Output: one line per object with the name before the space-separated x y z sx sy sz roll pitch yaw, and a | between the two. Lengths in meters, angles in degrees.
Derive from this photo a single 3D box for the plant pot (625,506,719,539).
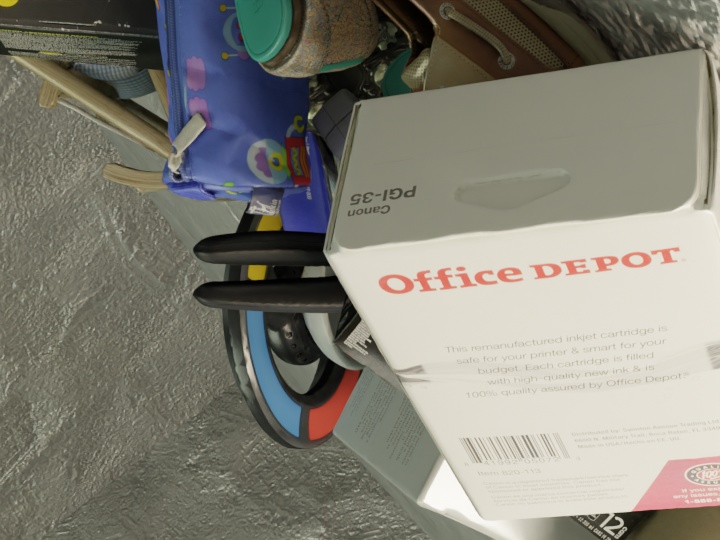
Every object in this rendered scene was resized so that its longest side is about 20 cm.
plant pot | 0.211 0.206 0.936 0.200 0.134 0.200 49 173 9

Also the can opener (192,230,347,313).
can opener | 0.000 0.000 0.989 0.079 0.200 0.063 -166 69 -78

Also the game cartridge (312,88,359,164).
game cartridge | 0.065 -0.006 0.877 0.200 0.038 0.130 34 -160 -41

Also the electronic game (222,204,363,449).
electronic game | -0.042 0.029 1.206 0.042 0.200 0.200 -3 141 25

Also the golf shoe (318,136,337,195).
golf shoe | 0.023 -0.045 1.082 0.200 0.078 0.097 43 163 39

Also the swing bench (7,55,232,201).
swing bench | -0.152 -0.134 1.292 0.200 0.130 0.199 50 -174 6

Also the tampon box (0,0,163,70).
tampon box | -0.162 -0.201 0.961 0.200 0.126 0.150 -169 83 -81

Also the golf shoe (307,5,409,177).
golf shoe | -0.015 -0.117 0.962 0.088 0.077 0.200 59 175 35

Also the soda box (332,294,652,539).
soda box | 0.084 0.064 0.929 0.200 0.063 0.071 37 -161 -8

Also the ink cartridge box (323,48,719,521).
ink cartridge box | 0.091 0.014 0.672 0.200 0.146 0.083 60 -149 -46

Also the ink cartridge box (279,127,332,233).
ink cartridge box | -0.050 -0.095 1.082 0.095 0.037 0.200 81 172 -45

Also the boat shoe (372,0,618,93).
boat shoe | 0.050 -0.093 0.703 0.200 0.072 0.076 51 172 -2

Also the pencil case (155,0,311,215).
pencil case | -0.069 -0.128 0.842 0.078 0.087 0.200 2 97 38

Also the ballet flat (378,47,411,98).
ballet flat | 0.082 -0.040 0.824 0.200 0.068 0.075 51 -172 38

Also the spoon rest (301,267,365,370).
spoon rest | 0.007 0.003 1.201 0.200 0.061 0.099 -50 -52 -66

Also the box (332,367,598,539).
box | 0.092 0.110 1.085 0.152 0.106 0.200 28 178 -18

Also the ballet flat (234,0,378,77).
ballet flat | -0.034 -0.177 0.755 0.068 0.067 0.200 -30 66 52
